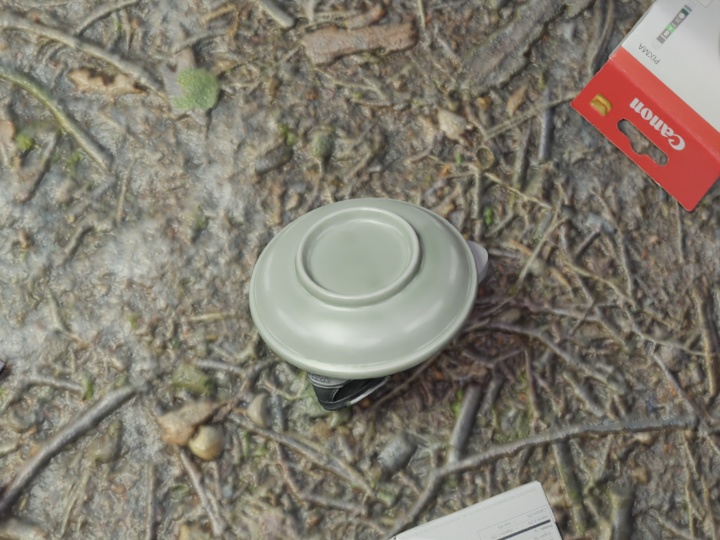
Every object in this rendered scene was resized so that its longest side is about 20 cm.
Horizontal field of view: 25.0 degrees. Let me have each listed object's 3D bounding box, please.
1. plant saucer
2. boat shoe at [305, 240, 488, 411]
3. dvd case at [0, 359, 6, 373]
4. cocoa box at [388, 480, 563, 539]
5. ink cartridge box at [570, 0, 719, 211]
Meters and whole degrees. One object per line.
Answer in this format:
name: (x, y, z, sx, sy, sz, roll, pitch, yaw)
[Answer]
plant saucer: (0.000, 0.000, 1.379, 0.199, 0.050, 0.201, -4, 49, 5)
boat shoe: (0.036, 0.049, 1.412, 0.200, 0.068, 0.072, -40, 48, -25)
dvd case: (-0.413, 0.073, 1.319, 0.200, 0.016, 0.149, 37, 67, 0)
cocoa box: (0.079, 0.264, 1.276, 0.133, 0.200, 0.132, -18, 77, -19)
ink cartridge box: (0.323, -0.182, 1.569, 0.161, 0.050, 0.200, 42, 65, 2)
